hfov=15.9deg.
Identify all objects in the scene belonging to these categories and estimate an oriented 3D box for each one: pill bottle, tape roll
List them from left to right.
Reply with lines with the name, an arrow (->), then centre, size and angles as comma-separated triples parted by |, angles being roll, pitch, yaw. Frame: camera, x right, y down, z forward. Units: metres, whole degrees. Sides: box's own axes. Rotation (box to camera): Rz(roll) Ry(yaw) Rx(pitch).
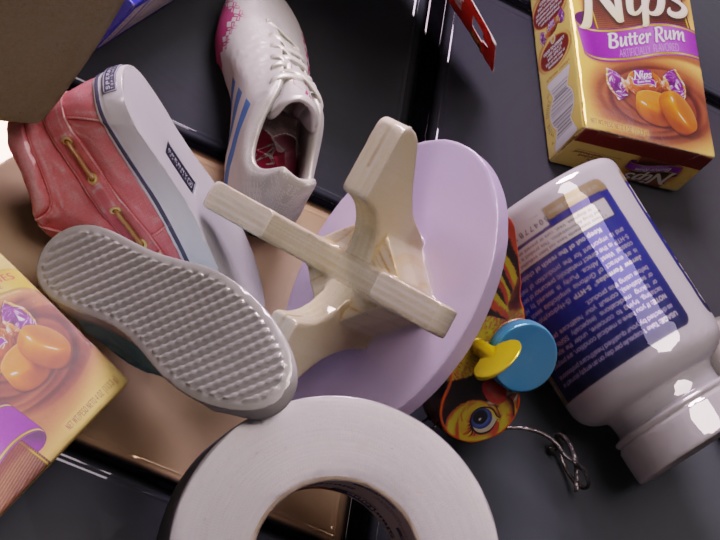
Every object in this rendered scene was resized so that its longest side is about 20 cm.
tape roll -> -0.020, 0.177, 1.520 | 0.199, 0.066, 0.202 | 2, 80, -12
pill bottle -> 0.173, 0.037, 1.746 | 0.119, 0.120, 0.201 | -24, 77, -40

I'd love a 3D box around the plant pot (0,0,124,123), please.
plant pot -> -0.244, -0.201, 1.543 | 0.199, 0.178, 0.200 | 4, 33, -22

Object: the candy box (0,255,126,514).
candy box -> -0.240, 0.092, 1.477 | 0.117, 0.056, 0.200 | 45, 47, -2

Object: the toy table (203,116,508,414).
toy table -> 0.000, 0.000, 1.599 | 0.117, 0.183, 0.201 | 29, 78, -62

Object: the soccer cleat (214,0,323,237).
soccer cleat -> -0.053, -0.118, 1.711 | 0.070, 0.086, 0.201 | 13, 57, -26

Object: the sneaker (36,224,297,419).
sneaker -> -0.103, 0.036, 1.545 | 0.200, 0.082, 0.074 | 33, 83, 34

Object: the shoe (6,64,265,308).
shoe -> -0.140, -0.032, 1.620 | 0.201, 0.091, 0.072 | 60, 21, -27

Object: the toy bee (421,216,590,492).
toy bee -> 0.075, 0.067, 1.674 | 0.108, 0.131, 0.201 | -22, 87, -15

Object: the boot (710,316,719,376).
boot -> 0.314, 0.102, 1.792 | 0.067, 0.131, 0.201 | -7, 68, -36

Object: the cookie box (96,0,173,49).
cookie box -> -0.160, -0.264, 1.735 | 0.171, 0.075, 0.200 | 51, 48, 1

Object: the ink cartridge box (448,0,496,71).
ink cartridge box -> 0.022, -0.219, 1.786 | 0.050, 0.162, 0.201 | -31, 87, 1

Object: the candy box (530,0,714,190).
candy box -> 0.191, -0.168, 1.921 | 0.116, 0.056, 0.201 | 11, 57, -27
